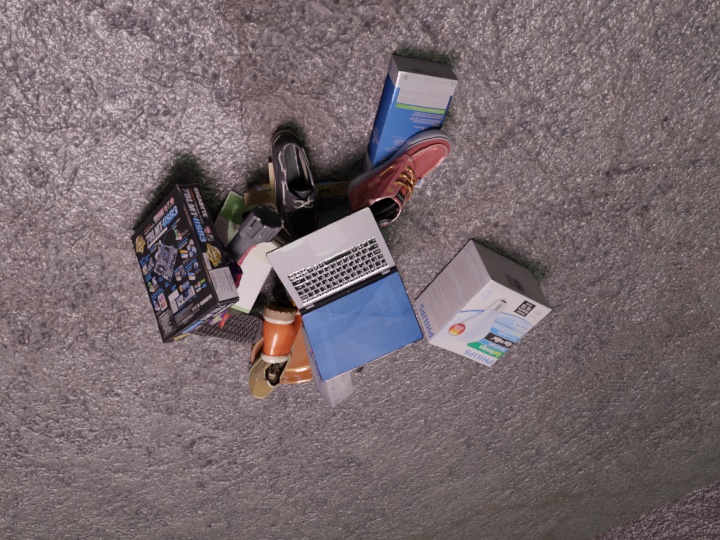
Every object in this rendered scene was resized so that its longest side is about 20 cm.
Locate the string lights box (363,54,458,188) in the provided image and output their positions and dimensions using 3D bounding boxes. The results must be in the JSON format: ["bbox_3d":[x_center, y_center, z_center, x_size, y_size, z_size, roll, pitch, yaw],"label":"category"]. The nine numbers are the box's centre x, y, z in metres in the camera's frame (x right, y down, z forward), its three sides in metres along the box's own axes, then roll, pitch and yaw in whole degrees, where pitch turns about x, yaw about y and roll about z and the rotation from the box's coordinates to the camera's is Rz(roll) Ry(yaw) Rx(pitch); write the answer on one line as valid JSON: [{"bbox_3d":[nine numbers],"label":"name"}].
[{"bbox_3d":[0.077,-0.239,1.012,0.100,0.060,0.203,3,132,-17],"label":"string lights box"}]

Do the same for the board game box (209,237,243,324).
[{"bbox_3d":[-0.276,-0.024,1.038,0.032,0.201,0.121,-10,143,-50],"label":"board game box"}]

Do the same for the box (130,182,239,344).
[{"bbox_3d":[-0.295,-0.007,1.009,0.049,0.203,0.198,-10,164,-47],"label":"box"}]

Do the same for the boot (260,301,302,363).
[{"bbox_3d":[-0.155,0.119,1.198,0.073,0.200,0.110,8,94,5],"label":"boot"}]

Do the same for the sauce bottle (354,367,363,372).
[{"bbox_3d":[0.025,0.121,1.299,0.065,0.066,0.203,16,112,-27],"label":"sauce bottle"}]

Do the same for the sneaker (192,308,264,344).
[{"bbox_3d":[-0.277,0.095,1.226,0.195,0.093,0.072,14,94,4],"label":"sneaker"}]

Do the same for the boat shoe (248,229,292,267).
[{"bbox_3d":[-0.132,-0.025,1.121,0.071,0.061,0.201,-28,129,30],"label":"boat shoe"}]

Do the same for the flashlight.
[{"bbox_3d":[-0.198,-0.030,1.036,0.068,0.068,0.200,38,125,-13],"label":"flashlight"}]

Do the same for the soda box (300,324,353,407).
[{"bbox_3d":[-0.068,0.191,1.297,0.063,0.068,0.203,-30,132,-26],"label":"soda box"}]

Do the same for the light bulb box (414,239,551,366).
[{"bbox_3d":[0.256,0.075,1.304,0.195,0.126,0.201,22,123,-30],"label":"light bulb box"}]

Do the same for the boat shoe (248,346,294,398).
[{"bbox_3d":[-0.194,0.220,1.309,0.070,0.077,0.202,9,130,-21],"label":"boat shoe"}]

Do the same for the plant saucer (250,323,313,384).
[{"bbox_3d":[-0.145,0.176,1.360,0.195,0.038,0.203,-7,134,-7],"label":"plant saucer"}]

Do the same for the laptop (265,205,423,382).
[{"bbox_3d":[-0.025,0.040,0.979,0.184,0.117,0.202,-24,125,6],"label":"laptop"}]

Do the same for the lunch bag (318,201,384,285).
[{"bbox_3d":[0.000,0.000,1.137,0.119,0.172,0.202,-19,131,4],"label":"lunch bag"}]

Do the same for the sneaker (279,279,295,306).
[{"bbox_3d":[-0.068,0.051,1.235,0.195,0.078,0.079,9,128,-24],"label":"sneaker"}]

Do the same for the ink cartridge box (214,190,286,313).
[{"bbox_3d":[-0.229,-0.035,1.138,0.144,0.048,0.203,23,100,-32],"label":"ink cartridge box"}]

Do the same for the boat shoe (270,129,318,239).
[{"bbox_3d":[-0.108,-0.129,1.027,0.071,0.063,0.204,-15,116,-13],"label":"boat shoe"}]

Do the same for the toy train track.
[{"bbox_3d":[-0.107,-0.140,1.078,0.195,0.033,0.118,-8,114,-16],"label":"toy train track"}]

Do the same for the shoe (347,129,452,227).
[{"bbox_3d":[0.069,-0.142,0.995,0.197,0.092,0.072,-30,133,16],"label":"shoe"}]
